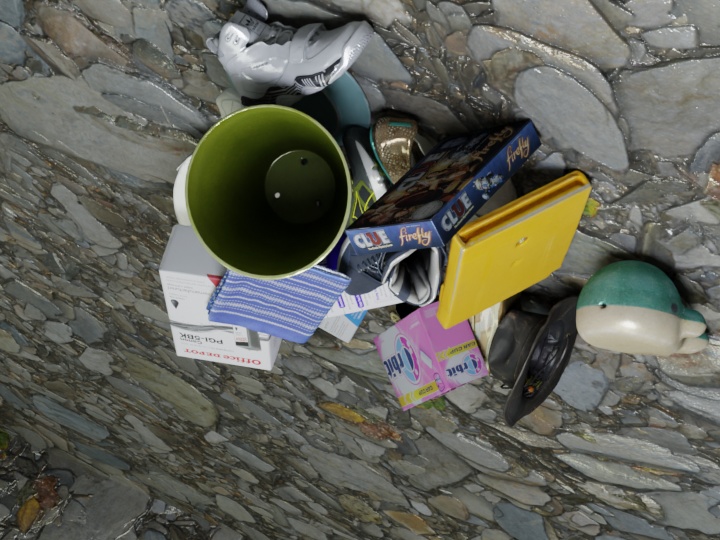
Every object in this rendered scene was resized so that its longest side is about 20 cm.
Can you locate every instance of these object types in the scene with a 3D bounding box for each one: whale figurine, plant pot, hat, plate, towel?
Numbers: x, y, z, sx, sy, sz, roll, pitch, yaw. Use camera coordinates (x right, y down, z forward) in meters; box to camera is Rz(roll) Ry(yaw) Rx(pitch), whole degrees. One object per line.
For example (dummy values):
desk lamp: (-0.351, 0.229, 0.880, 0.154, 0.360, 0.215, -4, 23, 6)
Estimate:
whale figurine: (0.348, 0.050, 1.499, 0.158, 0.105, 0.199, -4, 165, 45)
plant pot: (-0.087, -0.092, 1.427, 0.186, 0.189, 0.200, 24, -173, 5)
hat: (0.217, 0.100, 1.609, 0.081, 0.201, 0.201, 33, 158, 25)
plate: (-0.082, -0.210, 1.487, 0.199, 0.026, 0.201, 21, 154, 11)
towel: (-0.107, 0.035, 1.542, 0.143, 0.024, 0.200, 17, 150, -12)

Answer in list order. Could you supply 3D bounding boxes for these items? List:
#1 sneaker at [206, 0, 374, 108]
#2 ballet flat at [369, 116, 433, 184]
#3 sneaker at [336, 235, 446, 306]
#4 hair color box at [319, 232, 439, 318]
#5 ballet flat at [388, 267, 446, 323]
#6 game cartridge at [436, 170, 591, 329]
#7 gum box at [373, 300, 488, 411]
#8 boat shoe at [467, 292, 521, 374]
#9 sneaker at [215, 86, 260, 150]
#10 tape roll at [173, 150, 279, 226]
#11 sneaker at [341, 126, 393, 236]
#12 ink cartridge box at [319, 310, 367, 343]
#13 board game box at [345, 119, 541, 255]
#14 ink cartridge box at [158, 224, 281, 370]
sneaker: (-0.084, -0.249, 1.358, 0.199, 0.075, 0.115, -22, 116, 40)
ballet flat: (0.071, -0.109, 1.485, 0.065, 0.071, 0.200, -6, 146, 20)
sneaker: (0.031, -0.001, 1.449, 0.076, 0.147, 0.202, 26, 131, -20)
hair color box: (0.000, 0.000, 1.645, 0.198, 0.065, 0.110, -13, 145, 3)
ballet flat: (0.086, 0.048, 1.767, 0.067, 0.047, 0.200, 33, 153, -11)
game cartridge: (0.174, -0.021, 1.443, 0.033, 0.175, 0.200, 57, 163, 22)
gum box: (0.092, 0.118, 1.707, 0.114, 0.066, 0.200, 68, 158, 8)
boat shoe: (0.173, 0.050, 1.647, 0.066, 0.074, 0.201, 27, 134, 27)
sneaker: (-0.146, -0.148, 1.549, 0.081, 0.075, 0.201, 30, 141, 17)
tape roll: (-0.155, -0.088, 1.658, 0.201, 0.037, 0.204, 8, 122, 13)
sneaker: (0.006, -0.081, 1.517, 0.084, 0.075, 0.201, -13, 121, 14)
ink cartridge box: (-0.073, 0.002, 1.790, 0.199, 0.085, 0.145, 28, 153, -1)
board game box: (0.091, -0.090, 1.343, 0.135, 0.200, 0.035, -7, 120, 48)
ink cartridge box: (-0.184, 0.040, 1.678, 0.145, 0.083, 0.201, 8, 142, 7)
